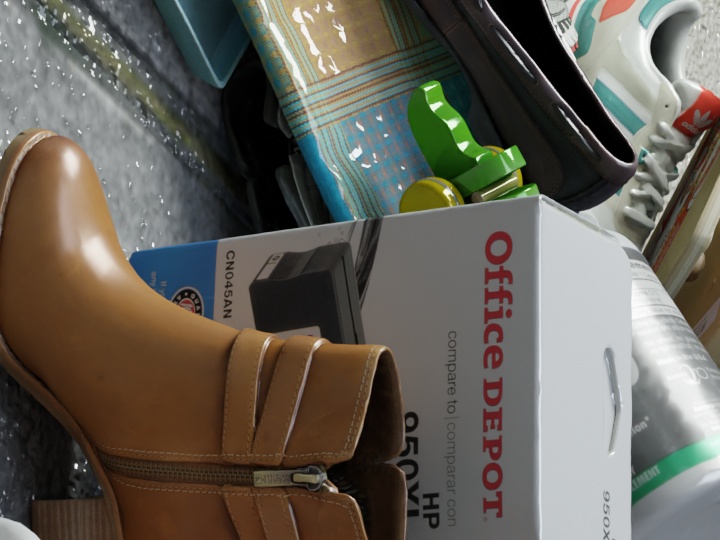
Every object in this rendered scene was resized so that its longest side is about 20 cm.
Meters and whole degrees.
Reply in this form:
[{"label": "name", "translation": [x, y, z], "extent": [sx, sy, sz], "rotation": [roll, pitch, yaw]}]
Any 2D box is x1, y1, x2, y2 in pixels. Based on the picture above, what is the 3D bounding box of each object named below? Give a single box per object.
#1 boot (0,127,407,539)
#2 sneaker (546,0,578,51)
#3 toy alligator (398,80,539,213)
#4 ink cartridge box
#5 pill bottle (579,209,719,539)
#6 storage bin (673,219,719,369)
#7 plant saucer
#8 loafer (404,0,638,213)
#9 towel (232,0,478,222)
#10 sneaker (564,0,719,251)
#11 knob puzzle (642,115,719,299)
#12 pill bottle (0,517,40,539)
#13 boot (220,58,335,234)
[{"label": "boot", "translation": [-0.063, 0.037, 0.962], "extent": [0.077, 0.154, 0.201], "rotation": [-1, 84, -60]}, {"label": "sneaker", "translation": [0.051, -0.140, 1.283], "extent": [0.200, 0.077, 0.083], "rotation": [-7, 89, -61]}, {"label": "toy alligator", "translation": [0.063, 0.013, 1.122], "extent": [0.059, 0.054, 0.201], "rotation": [-26, 109, -49]}, {"label": "ink cartridge box", "translation": [0.005, 0.057, 1.032], "extent": [0.084, 0.199, 0.146], "rotation": [24, 62, -57]}, {"label": "pill bottle", "translation": [0.111, 0.053, 1.237], "extent": [0.113, 0.113, 0.200], "rotation": [22, 31, -57]}, {"label": "storage bin", "translation": [0.238, 0.027, 1.429], "extent": [0.093, 0.200, 0.199], "rotation": [29, 42, -7]}, {"label": "plant saucer", "translation": [-0.050, -0.169, 1.173], "extent": [0.070, 0.019, 0.200], "rotation": [62, 34, -32]}, {"label": "loafer", "translation": [0.069, -0.120, 1.167], "extent": [0.072, 0.063, 0.201], "rotation": [-27, 92, -48]}, {"label": "towel", "translation": [0.006, -0.106, 1.157], "extent": [0.146, 0.022, 0.201], "rotation": [-28, 94, -49]}, {"label": "sneaker", "translation": [0.157, -0.071, 1.440], "extent": [0.070, 0.093, 0.201], "rotation": [32, 56, -54]}, {"label": "knob puzzle", "translation": [0.196, -0.034, 1.400], "extent": [0.221, 0.030, 0.220], "rotation": [-63, 180, -1]}, {"label": "pill bottle", "translation": [-0.126, 0.196, 0.856], "extent": [0.114, 0.114, 0.201], "rotation": [-49, 126, -53]}, {"label": "boot", "translation": [0.000, 0.000, 1.166], "extent": [0.130, 0.068, 0.201], "rotation": [-4, 69, -57]}]
